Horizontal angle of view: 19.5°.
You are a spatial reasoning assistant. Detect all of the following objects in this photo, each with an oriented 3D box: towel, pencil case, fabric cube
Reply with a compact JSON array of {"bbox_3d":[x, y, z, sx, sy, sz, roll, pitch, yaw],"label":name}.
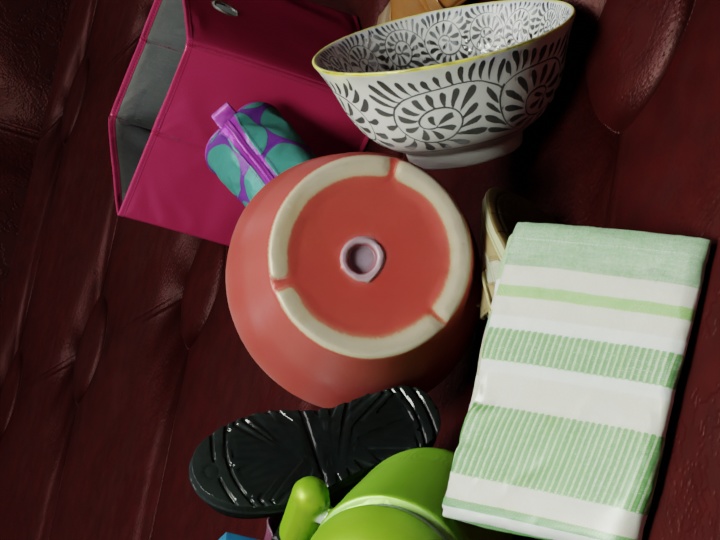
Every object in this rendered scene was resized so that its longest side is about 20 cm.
[{"bbox_3d":[0.134,0.071,1.317,0.152,0.023,0.201,8,80,40],"label":"towel"},{"bbox_3d":[-0.058,-0.062,1.853,0.085,0.092,0.200,-44,55,5],"label":"pencil case"},{"bbox_3d":[-0.116,-0.154,2.025,0.196,0.199,0.200,-104,34,-57],"label":"fabric cube"}]

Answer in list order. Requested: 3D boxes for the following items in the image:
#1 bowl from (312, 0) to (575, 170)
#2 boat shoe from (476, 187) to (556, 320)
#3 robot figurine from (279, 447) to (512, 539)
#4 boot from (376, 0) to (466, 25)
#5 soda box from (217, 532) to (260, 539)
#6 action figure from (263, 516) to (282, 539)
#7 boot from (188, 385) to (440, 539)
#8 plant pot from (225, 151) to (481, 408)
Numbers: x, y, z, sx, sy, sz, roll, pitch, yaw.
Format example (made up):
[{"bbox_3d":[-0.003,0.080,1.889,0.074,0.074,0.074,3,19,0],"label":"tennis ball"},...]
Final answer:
[{"bbox_3d":[0.070,-0.132,1.567,0.201,0.200,0.094,-140,36,-69],"label":"bowl"},{"bbox_3d":[0.111,0.017,1.440,0.066,0.074,0.200,-57,24,27],"label":"boat shoe"},{"bbox_3d":[0.032,0.191,1.397,0.116,0.175,0.200,-60,-9,25],"label":"robot figurine"},{"bbox_3d":[0.057,-0.291,1.826,0.155,0.076,0.201,139,140,-61],"label":"boot"},{"bbox_3d":[-0.110,0.336,1.828,0.068,0.064,0.201,133,147,-53],"label":"soda box"},{"bbox_3d":[-0.043,0.265,1.698,0.149,0.134,0.201,28,122,28],"label":"action figure"},{"bbox_3d":[-0.036,0.160,1.523,0.163,0.198,0.073,109,141,-56],"label":"boot"},{"bbox_3d":[0.000,0.000,1.509,0.177,0.200,0.201,119,165,-83],"label":"plant pot"}]
